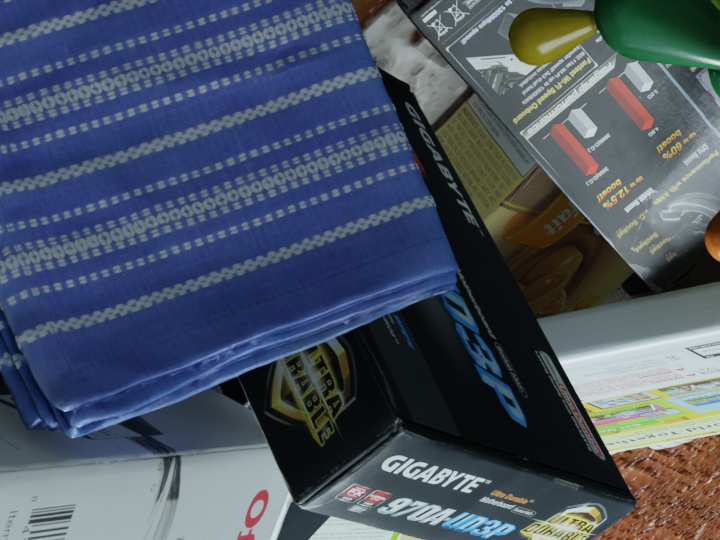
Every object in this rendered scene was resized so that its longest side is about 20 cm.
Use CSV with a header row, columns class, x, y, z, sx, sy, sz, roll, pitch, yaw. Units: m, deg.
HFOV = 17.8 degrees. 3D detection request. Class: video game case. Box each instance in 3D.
class,x,y,z,sx,sy,sz,roll,pitch,yaw
video game case,0.130,0.042,0.962,0.199,0.023,0.182,-13,161,27

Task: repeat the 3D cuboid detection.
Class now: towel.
class,x,y,z,sx,sy,sz,roll,pitch,yaw
towel,-0.065,-0.064,0.678,0.144,0.201,0.024,-20,174,-23

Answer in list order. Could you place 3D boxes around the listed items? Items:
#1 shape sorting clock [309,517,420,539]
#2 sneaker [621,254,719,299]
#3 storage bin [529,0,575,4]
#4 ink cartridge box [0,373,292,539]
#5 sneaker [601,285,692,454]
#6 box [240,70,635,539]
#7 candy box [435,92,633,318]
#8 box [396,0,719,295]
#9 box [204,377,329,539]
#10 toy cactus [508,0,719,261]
class,x,y,z,sx,sy,sz,roll,pitch,yaw
shape sorting clock,-0.052,0.119,1.020,0.199,0.039,0.201,-17,138,-16
sneaker,0.186,-0.055,1.033,0.201,0.082,0.077,-56,174,-9
storage bin,0.086,-0.170,0.703,0.199,0.134,0.147,-20,122,-22
ink cartridge box,-0.121,0.103,0.700,0.200,0.083,0.146,3,112,-61
sneaker,0.124,0.051,1.101,0.200,0.088,0.081,-46,147,18
box,0.000,0.000,0.796,0.046,0.201,0.159,-38,149,19
candy box,0.089,-0.043,0.974,0.200,0.055,0.115,-46,146,16
box,0.135,-0.112,0.857,0.200,0.050,0.158,-41,115,10
box,-0.071,0.093,0.876,0.200,0.046,0.159,-47,159,19
toy cactus,0.127,-0.060,0.760,0.102,0.200,0.165,-51,-170,7
